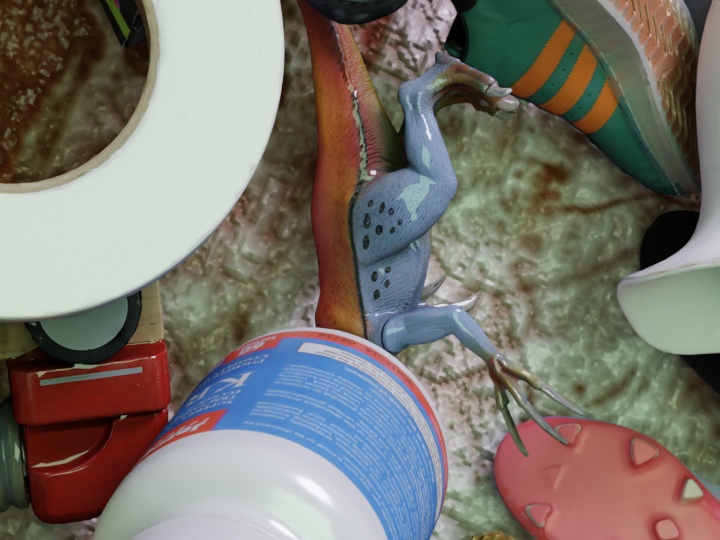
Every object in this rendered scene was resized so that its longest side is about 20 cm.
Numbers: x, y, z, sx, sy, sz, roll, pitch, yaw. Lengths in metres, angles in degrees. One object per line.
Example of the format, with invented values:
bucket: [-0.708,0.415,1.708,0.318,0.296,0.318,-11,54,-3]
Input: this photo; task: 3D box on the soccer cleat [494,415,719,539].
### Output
soccer cleat: [0.151,0.117,1.117,0.200,0.076,0.067,18,81,5]

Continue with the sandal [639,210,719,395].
sandal: [0.189,0.044,1.097,0.075,0.045,0.200,-17,58,-24]

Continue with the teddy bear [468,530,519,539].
teddy bear: [0.113,0.189,1.077,0.200,0.067,0.145,42,123,-10]

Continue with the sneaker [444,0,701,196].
sneaker: [0.084,-0.099,1.092,0.200,0.080,0.071,51,41,-43]

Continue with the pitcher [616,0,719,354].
pitcher: [0.213,-0.052,1.057,0.171,0.121,0.200,16,68,13]

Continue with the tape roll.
tape roll: [-0.128,-0.079,0.963,0.203,0.037,0.203,0,88,-6]

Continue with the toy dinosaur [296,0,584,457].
toy dinosaur: [0.000,0.000,1.069,0.200,0.105,0.182,32,89,-11]

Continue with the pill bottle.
pill bottle: [-0.036,0.100,0.957,0.112,0.200,0.112,3,106,10]

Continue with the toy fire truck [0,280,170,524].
toy fire truck: [-0.159,0.086,1.030,0.176,0.129,0.200,-7,106,-8]

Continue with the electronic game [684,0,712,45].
electronic game: [0.238,-0.132,1.163,0.200,0.042,0.200,0,90,-6]

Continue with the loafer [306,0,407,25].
loafer: [-0.023,-0.190,0.969,0.068,0.070,0.201,-16,89,-13]

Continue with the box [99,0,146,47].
box: [-0.033,-0.204,1.069,0.200,0.124,0.149,-26,90,-14]
